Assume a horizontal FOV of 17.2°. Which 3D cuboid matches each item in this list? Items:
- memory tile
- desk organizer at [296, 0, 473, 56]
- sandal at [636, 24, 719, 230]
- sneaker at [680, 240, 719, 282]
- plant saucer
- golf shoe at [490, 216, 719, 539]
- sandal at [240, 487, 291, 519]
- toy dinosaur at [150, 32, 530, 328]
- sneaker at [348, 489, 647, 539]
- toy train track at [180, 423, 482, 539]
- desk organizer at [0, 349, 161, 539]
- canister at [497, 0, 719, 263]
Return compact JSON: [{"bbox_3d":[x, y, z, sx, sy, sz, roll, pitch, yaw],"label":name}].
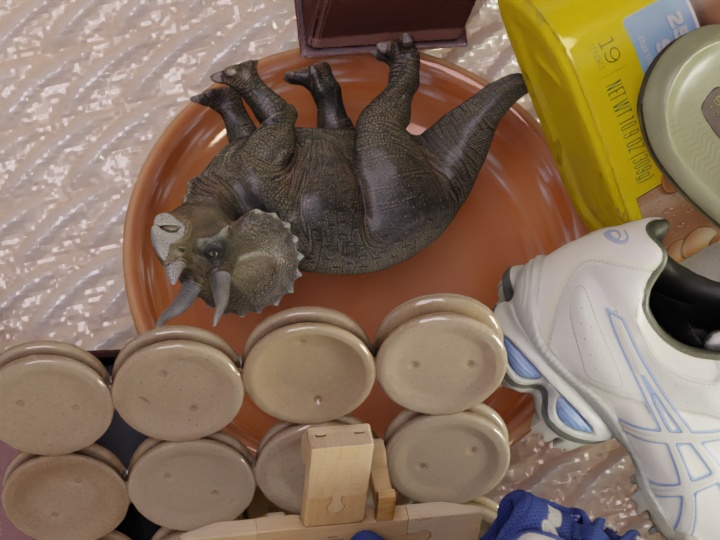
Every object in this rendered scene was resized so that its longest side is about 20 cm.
[{"bbox_3d":[-0.040,0.076,0.921,0.199,0.154,0.017,-6,40,1],"label":"memory tile"},{"bbox_3d":[0.004,-0.199,0.997,0.072,0.077,0.201,-4,76,-8],"label":"desk organizer"},{"bbox_3d":[0.188,-0.015,0.889,0.201,0.057,0.080,35,78,-19],"label":"sandal"},{"bbox_3d":[0.199,0.007,0.979,0.200,0.080,0.071,13,88,10],"label":"sneaker"},{"bbox_3d":[0.000,0.000,0.998,0.200,0.037,0.201,3,67,-6],"label":"plant saucer"},{"bbox_3d":[0.143,0.057,0.938,0.200,0.078,0.097,38,127,-24],"label":"golf shoe"},{"bbox_3d":[-0.039,0.099,1.003,0.077,0.070,0.212,-5,84,7],"label":"sandal"},{"bbox_3d":[-0.011,-0.036,0.963,0.200,0.077,0.103,-12,84,-29],"label":"toy dinosaur"},{"bbox_3d":[0.085,0.122,0.866,0.199,0.075,0.088,-10,104,2],"label":"sneaker"},{"bbox_3d":[-0.017,0.121,0.933,0.114,0.200,0.033,-4,46,-10],"label":"toy train track"},{"bbox_3d":[-0.110,0.132,1.010,0.077,0.072,0.201,-9,84,4],"label":"desk organizer"},{"bbox_3d":[0.168,-0.100,0.949,0.200,0.087,0.149,-29,126,-6],"label":"canister"}]
